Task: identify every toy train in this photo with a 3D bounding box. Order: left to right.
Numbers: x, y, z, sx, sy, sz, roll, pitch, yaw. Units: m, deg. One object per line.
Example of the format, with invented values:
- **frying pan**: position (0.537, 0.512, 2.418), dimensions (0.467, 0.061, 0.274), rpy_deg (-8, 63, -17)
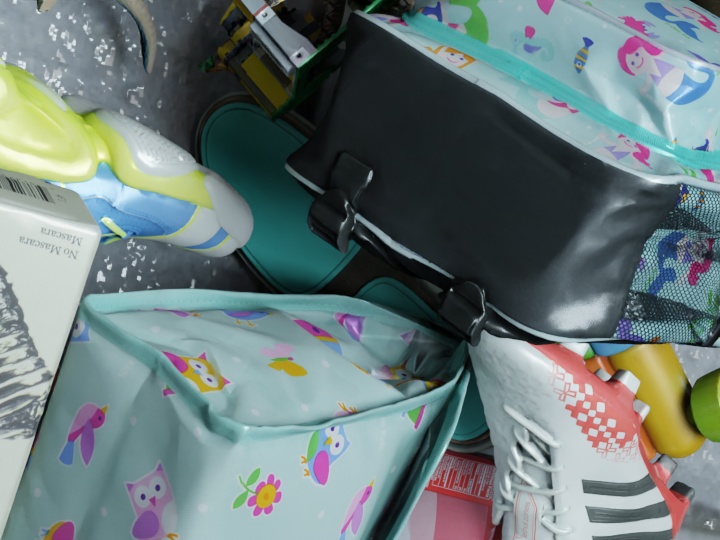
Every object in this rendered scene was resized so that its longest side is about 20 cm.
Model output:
- **toy train**: position (0.144, 0.074, 1.262), dimensions (0.085, 0.116, 0.200), rpy_deg (-46, 115, -45)

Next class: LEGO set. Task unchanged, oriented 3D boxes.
- **LEGO set**: position (-0.010, -0.166, 1.126), dimensions (0.200, 0.154, 0.116), rpy_deg (-40, 88, 4)

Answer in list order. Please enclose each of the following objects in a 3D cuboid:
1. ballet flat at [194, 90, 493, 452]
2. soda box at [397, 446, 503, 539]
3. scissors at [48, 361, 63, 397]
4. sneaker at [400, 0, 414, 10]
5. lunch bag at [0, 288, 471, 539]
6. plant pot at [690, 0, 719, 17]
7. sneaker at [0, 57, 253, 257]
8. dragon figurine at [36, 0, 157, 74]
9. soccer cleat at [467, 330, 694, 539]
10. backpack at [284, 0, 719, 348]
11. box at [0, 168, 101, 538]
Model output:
- **ballet flat**: position (0.000, 0.000, 1.210), dimensions (0.067, 0.064, 0.200), rpy_deg (-41, 90, 15)
- **soda box**: position (0.027, 0.182, 1.217), dimensions (0.070, 0.063, 0.200), rpy_deg (34, 71, -63)
- **scissors**: position (-0.144, 0.041, 1.149), dimensions (0.200, 0.014, 0.073), rpy_deg (-15, 97, -30)
- **sneaker**: position (0.071, -0.146, 1.257), dimensions (0.200, 0.080, 0.071), rpy_deg (32, 114, -13)
- **lunch bag**: position (-0.044, 0.099, 1.113), dimensions (0.200, 0.122, 0.171), rpy_deg (-3, 123, -52)
- **plant pot**: position (0.249, -0.122, 1.300), dimensions (0.200, 0.200, 0.199), rpy_deg (-23, 110, -30)
- **sneaker**: position (-0.146, -0.031, 1.122), dimensions (0.200, 0.076, 0.105), rpy_deg (28, 88, -22)
- **dragon figurine**: position (-0.170, -0.140, 1.103), dimensions (0.200, 0.099, 0.059), rpy_deg (23, 77, -50)
- **soccer cleat**: position (0.085, 0.086, 1.151), dimensions (0.085, 0.069, 0.200), rpy_deg (-52, 145, -10)
- **backpack**: position (0.092, -0.045, 1.078), dimensions (0.200, 0.177, 0.151), rpy_deg (15, 105, -56)
- **box**: position (-0.173, 0.057, 1.059), dimensions (0.082, 0.068, 0.200), rpy_deg (14, 101, -19)
